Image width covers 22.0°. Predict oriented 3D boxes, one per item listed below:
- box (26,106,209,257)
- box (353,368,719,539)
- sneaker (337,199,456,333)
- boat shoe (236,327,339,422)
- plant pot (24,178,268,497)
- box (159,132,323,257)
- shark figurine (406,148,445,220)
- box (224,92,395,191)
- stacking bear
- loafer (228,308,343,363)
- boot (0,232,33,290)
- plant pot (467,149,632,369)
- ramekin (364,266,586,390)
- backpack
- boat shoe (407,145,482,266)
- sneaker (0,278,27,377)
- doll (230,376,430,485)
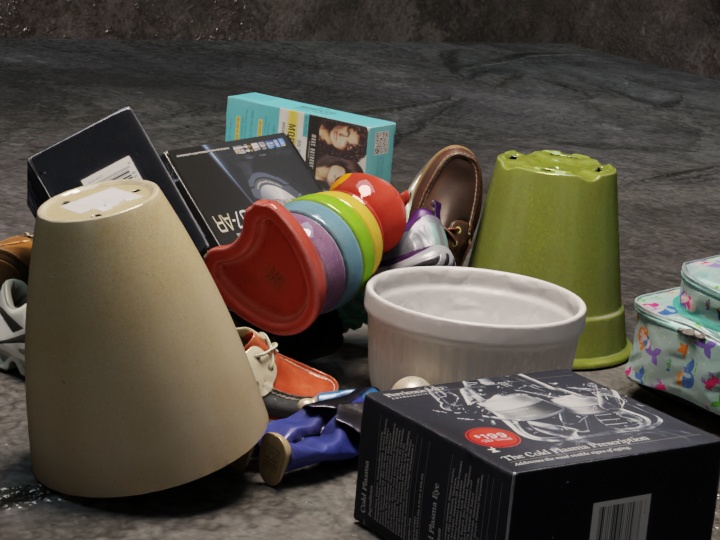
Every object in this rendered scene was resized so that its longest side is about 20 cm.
[{"bbox_3d":[-0.229,-0.044,1.717,0.107,0.149,0.200,-29,-3,-13],"label":"box"},{"bbox_3d":[0.127,0.153,1.353,0.200,0.104,0.182,-4,16,-34],"label":"box"},{"bbox_3d":[0.000,0.000,1.813,0.199,0.088,0.074,-19,-35,19],"label":"sneaker"},{"bbox_3d":[-0.107,0.078,1.577,0.199,0.063,0.071,17,26,-11],"label":"boat shoe"},{"bbox_3d":[-0.179,0.039,1.407,0.187,0.201,0.187,-9,20,3],"label":"plant pot"},{"bbox_3d":[-0.106,-0.053,1.845,0.200,0.044,0.160,-14,69,-54],"label":"box"},{"bbox_3d":[0.078,-0.031,2.071,0.128,0.215,0.090,-20,-33,14],"label":"shark figurine"},{"bbox_3d":[-0.057,-0.136,2.017,0.200,0.083,0.049,15,18,34],"label":"box"},{"bbox_3d":[-0.029,-0.028,1.696,0.114,0.121,0.200,50,40,5],"label":"stacking bear"},{"bbox_3d":[-0.110,0.068,1.695,0.200,0.068,0.070,-8,-1,-33],"label":"loafer"},{"bbox_3d":[-0.360,-0.001,1.853,0.200,0.074,0.155,11,10,-33],"label":"boot"},{"bbox_3d":[0.189,-0.019,1.878,0.199,0.191,0.200,5,15,-1],"label":"plant pot"},{"bbox_3d":[0.099,0.071,1.663,0.199,0.105,0.200,4,14,-1],"label":"ramekin"},{"bbox_3d":[0.350,0.065,1.717,0.200,0.151,0.177,12,16,42],"label":"backpack"},{"bbox_3d":[0.076,-0.024,1.843,0.070,0.201,0.070,15,9,-6],"label":"boat shoe"},{"bbox_3d":[-0.252,0.058,1.626,0.200,0.089,0.074,15,16,30],"label":"sneaker"},{"bbox_3d":[-0.010,0.128,1.511,0.136,0.049,0.200,19,22,40],"label":"doll"}]
